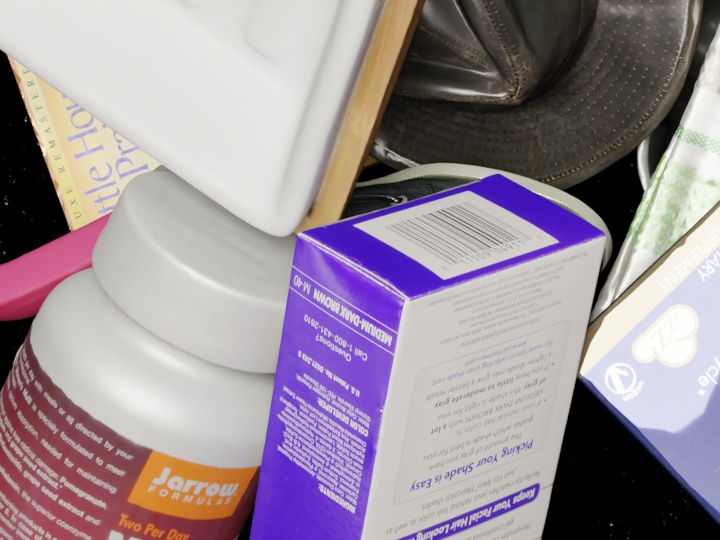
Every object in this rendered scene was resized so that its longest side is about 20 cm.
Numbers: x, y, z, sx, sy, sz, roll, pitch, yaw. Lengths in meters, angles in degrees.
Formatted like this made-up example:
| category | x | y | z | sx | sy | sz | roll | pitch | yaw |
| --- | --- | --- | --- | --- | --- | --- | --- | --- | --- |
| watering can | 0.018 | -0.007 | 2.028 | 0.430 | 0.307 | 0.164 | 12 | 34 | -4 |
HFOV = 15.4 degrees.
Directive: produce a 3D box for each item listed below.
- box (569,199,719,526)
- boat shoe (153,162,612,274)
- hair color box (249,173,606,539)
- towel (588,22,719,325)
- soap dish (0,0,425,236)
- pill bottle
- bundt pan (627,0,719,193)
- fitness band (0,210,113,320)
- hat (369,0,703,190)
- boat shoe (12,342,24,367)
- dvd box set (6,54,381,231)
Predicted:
| category | x | y | z | sx | sy | sz | roll | pitch | yaw |
| --- | --- | --- | --- | --- | --- | --- | --- | --- | --- |
| box | 0.187 | 0.064 | 1.019 | 0.121 | 0.032 | 0.200 | -44 | 87 | 1 |
| boat shoe | 0.000 | -0.002 | 1.080 | 0.199 | 0.066 | 0.075 | 9 | 135 | 10 |
| hair color box | 0.019 | 0.072 | 1.007 | 0.065 | 0.109 | 0.200 | 30 | 123 | 37 |
| towel | 0.189 | -0.024 | 1.052 | 0.149 | 0.031 | 0.200 | 23 | 90 | 3 |
| soap dish | -0.061 | -0.123 | 0.971 | 0.200 | 0.081 | 0.157 | 35 | 136 | 15 |
| pill bottle | -0.090 | 0.068 | 1.033 | 0.109 | 0.110 | 0.200 | 30 | 113 | 5 |
| bundt pan | 0.212 | -0.066 | 1.097 | 0.202 | 0.076 | 0.202 | 0 | 90 | 7 |
| fitness band | -0.124 | -0.062 | 1.091 | 0.200 | 0.037 | 0.144 | -26 | 68 | 24 |
| hat | 0.032 | -0.109 | 1.033 | 0.200 | 0.081 | 0.201 | 5 | 112 | 14 |
| boat shoe | -0.046 | 0.056 | 1.124 | 0.200 | 0.072 | 0.072 | 7 | 97 | 10 |
| dvd box set | -0.049 | -0.100 | 1.147 | 0.200 | 0.029 | 0.146 | -21 | 88 | 5 |
